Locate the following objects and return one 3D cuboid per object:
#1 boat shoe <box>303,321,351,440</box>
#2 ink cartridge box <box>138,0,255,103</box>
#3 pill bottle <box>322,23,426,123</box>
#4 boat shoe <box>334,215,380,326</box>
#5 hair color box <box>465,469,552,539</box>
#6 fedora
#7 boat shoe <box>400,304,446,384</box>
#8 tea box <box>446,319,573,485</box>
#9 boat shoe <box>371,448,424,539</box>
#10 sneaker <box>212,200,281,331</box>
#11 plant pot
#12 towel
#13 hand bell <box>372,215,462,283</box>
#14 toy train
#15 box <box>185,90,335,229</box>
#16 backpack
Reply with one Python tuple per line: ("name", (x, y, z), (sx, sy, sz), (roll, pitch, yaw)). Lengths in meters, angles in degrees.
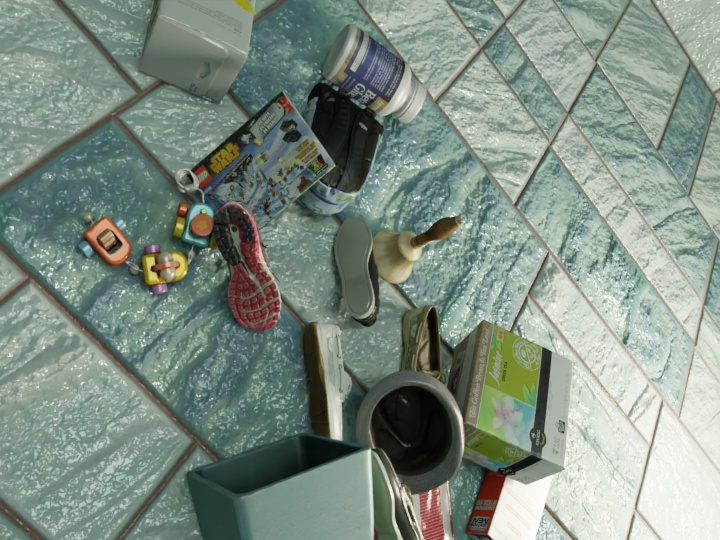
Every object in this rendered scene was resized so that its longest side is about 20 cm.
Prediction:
("boat shoe", (-0.043, 0.182, 0.897), (0.067, 0.070, 0.207), (3, 72, -31))
("ink cartridge box", (-0.255, -0.411, 0.903), (0.141, 0.144, 0.207), (14, 66, -29))
("pill bottle", (0.031, -0.379, 1.111), (0.196, 0.110, 0.114), (27, 61, -24))
("boat shoe", (0.000, 0.000, 0.994), (0.061, 0.072, 0.205), (57, 20, -57))
("hair color box", (0.281, 0.422, 1.044), (0.111, 0.063, 0.202), (43, 54, -14))
("fedora", (0.077, 0.250, 0.926), (0.172, 0.090, 0.205), (-23, 103, 2))
("boat shoe", (0.114, 0.165, 1.015), (0.071, 0.062, 0.207), (6, 71, -33))
("tea box", (0.258, 0.236, 1.008), (0.192, 0.135, 0.204), (22, 56, -4))
("boat shoe", (0.051, 0.369, 0.875), (0.060, 0.071, 0.208), (-18, 93, -40))
("sneaker", (-0.164, -0.006, 0.855), (0.078, 0.075, 0.207), (-8, 108, 1))
("plant pot", (-0.096, 0.350, 0.738), (0.191, 0.194, 0.207), (-7, 86, -35))
("towel", (0.077, 0.406, 0.935), (0.195, 0.023, 0.149), (7, 72, -33))
("hand bell", (0.108, -0.055, 1.000), (0.101, 0.199, 0.108), (11, 68, -29))
("toy train", (-0.287, -0.057, 0.803), (0.199, 0.055, 0.152), (-41, 104, -26))
("box", (-0.154, -0.157, 0.881), (0.198, 0.040, 0.138), (-37, 98, 5))
("backpack", (-0.049, -0.197, 0.990), (0.160, 0.153, 0.204), (26, 41, -27))
